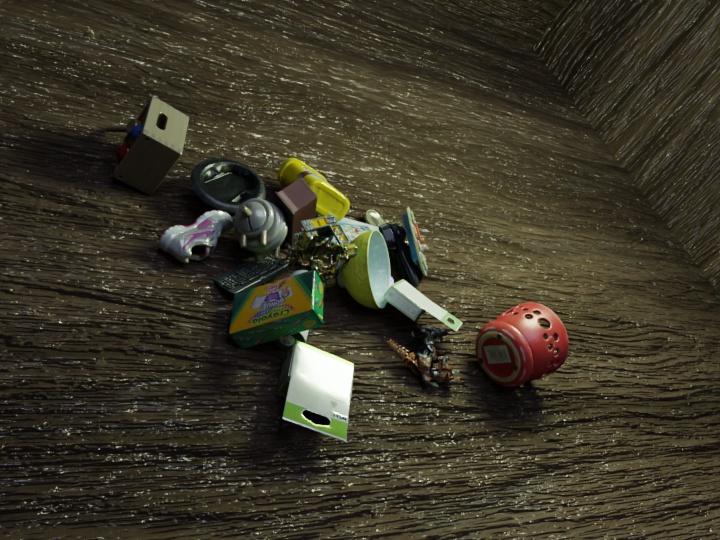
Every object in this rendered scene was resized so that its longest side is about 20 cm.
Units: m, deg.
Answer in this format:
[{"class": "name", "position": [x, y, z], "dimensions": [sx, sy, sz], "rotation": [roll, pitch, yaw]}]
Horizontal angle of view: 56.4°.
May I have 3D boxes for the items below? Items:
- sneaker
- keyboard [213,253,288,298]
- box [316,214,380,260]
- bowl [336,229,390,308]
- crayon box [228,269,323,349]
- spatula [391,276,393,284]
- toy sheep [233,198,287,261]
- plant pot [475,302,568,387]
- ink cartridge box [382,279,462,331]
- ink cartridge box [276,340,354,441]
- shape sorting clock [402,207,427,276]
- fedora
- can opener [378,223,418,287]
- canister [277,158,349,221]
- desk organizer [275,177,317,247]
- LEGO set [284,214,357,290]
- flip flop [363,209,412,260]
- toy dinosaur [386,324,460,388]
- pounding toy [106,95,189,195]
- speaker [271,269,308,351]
[{"class": "sneaker", "position": [-0.367, -0.070, 1.561], "dimensions": [0.088, 0.081, 0.200], "rotation": [47, 47, 12]}, {"class": "keyboard", "position": [-0.238, 0.018, 1.585], "dimensions": [0.127, 0.021, 0.200], "rotation": [32, 36, 19]}, {"class": "box", "position": [-0.044, -0.086, 1.833], "dimensions": [0.199, 0.038, 0.137], "rotation": [15, 43, -16]}, {"class": "bowl", "position": [0.000, 0.000, 1.716], "dimensions": [0.107, 0.201, 0.201], "rotation": [-4, 35, 19]}, {"class": "crayon box", "position": [-0.179, 0.084, 1.450], "dimensions": [0.119, 0.199, 0.058], "rotation": [-92, 159, -46]}, {"class": "spatula", "position": [0.052, -0.012, 1.857], "dimensions": [0.056, 0.021, 0.201], "rotation": [9, 45, -32]}, {"class": "toy sheep", "position": [-0.239, -0.103, 1.594], "dimensions": [0.137, 0.200, 0.139], "rotation": [-3, 71, 8]}, {"class": "plant pot", "position": [0.419, 0.205, 1.776], "dimensions": [0.182, 0.201, 0.201], "rotation": [-21, 64, -38]}, {"class": "ink cartridge box", "position": [0.162, 0.102, 1.732], "dimensions": [0.200, 0.048, 0.145], "rotation": [38, 13, 9]}, {"class": "ink cartridge box", "position": [-0.099, 0.266, 1.410], "dimensions": [0.147, 0.076, 0.201], "rotation": [24, 41, -16]}, {"class": "shape sorting clock", "position": [0.162, -0.082, 1.906], "dimensions": [0.200, 0.039, 0.201], "rotation": [-16, 90, -79]}, {"class": "fedora", "position": [-0.340, -0.191, 1.688], "dimensions": [0.200, 0.092, 0.201], "rotation": [18, 43, -18]}, {"class": "can opener", "position": [0.113, -0.040, 1.879], "dimensions": [0.078, 0.063, 0.201], "rotation": [-21, 84, -14]}, {"class": "canister", "position": [-0.126, -0.215, 1.802], "dimensions": [0.148, 0.087, 0.200], "rotation": [31, 8, -35]}, {"class": "desk organizer", "position": [-0.162, -0.142, 1.674], "dimensions": [0.077, 0.200, 0.072], "rotation": [-36, 77, -19]}, {"class": "LEGO set", "position": [-0.110, -0.037, 1.631], "dimensions": [0.115, 0.200, 0.154], "rotation": [-15, 73, -36]}, {"class": "flip flop", "position": [0.086, -0.106, 1.949], "dimensions": [0.081, 0.058, 0.200], "rotation": [-23, 70, -48]}, {"class": "toy dinosaur", "position": [0.163, 0.213, 1.658], "dimensions": [0.200, 0.102, 0.136], "rotation": [39, 50, -32]}, {"class": "pounding toy", "position": [-0.527, -0.314, 1.623], "dimensions": [0.142, 0.184, 0.201], "rotation": [28, 37, -30]}, {"class": "speaker", "position": [-0.146, 0.090, 1.552], "dimensions": [0.081, 0.081, 0.201], "rotation": [26, 39, -12]}]
